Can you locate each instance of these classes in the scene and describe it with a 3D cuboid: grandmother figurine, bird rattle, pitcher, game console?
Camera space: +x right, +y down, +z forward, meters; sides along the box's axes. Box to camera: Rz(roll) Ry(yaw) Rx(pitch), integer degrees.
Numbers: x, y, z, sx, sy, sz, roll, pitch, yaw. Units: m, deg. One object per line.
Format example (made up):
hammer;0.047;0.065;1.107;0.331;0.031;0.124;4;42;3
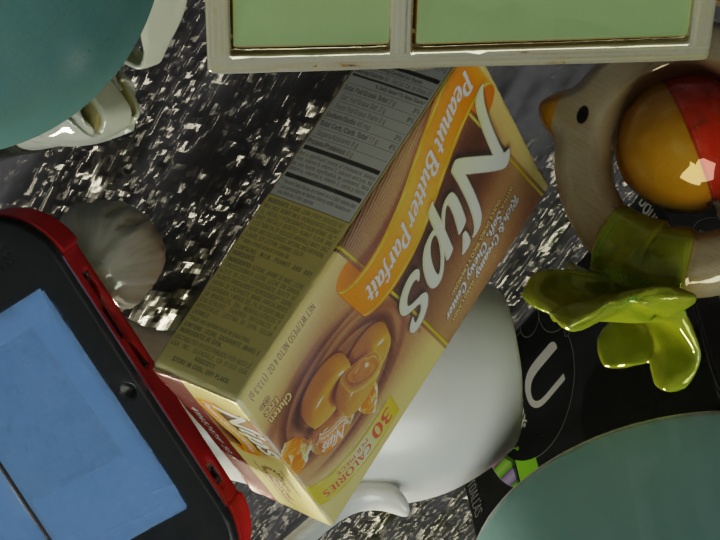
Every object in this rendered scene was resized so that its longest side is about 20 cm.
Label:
grandmother figurine;-0.176;0.030;1.304;0.200;0.061;0.121;-33;119;24
bird rattle;0.164;-0.040;1.256;0.199;0.164;0.113;-28;162;16
pitcher;-0.021;0.079;1.337;0.199;0.172;0.121;-6;148;-9
game console;-0.159;0.085;1.260;0.176;0.031;0.200;-30;96;25

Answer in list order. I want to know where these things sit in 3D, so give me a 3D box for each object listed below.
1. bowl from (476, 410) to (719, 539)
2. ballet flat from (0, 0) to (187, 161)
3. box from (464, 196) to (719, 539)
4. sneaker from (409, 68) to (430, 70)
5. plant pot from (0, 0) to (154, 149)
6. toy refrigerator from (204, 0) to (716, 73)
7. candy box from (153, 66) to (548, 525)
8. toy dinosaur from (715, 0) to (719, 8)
bowl;0.160;0.169;1.319;0.200;0.105;0.201;-6;138;-6
ballet flat;-0.119;-0.097;1.162;0.068;0.068;0.200;-22;154;-42
box;0.157;0.080;1.412;0.124;0.149;0.200;16;133;-30
sneaker;0.085;-0.151;1.153;0.200;0.071;0.076;-31;-178;7
plant pot;-0.161;-0.135;1.022;0.200;0.201;0.161;-20;154;7
toy refrigerator;0.038;-0.125;1.073;0.199;0.070;0.076;-1;136;-3
candy box;0.000;0.000;1.244;0.200;0.055;0.116;-57;145;-19
toy dinosaur;0.248;-0.072;1.327;0.106;0.061;0.200;-21;141;10
